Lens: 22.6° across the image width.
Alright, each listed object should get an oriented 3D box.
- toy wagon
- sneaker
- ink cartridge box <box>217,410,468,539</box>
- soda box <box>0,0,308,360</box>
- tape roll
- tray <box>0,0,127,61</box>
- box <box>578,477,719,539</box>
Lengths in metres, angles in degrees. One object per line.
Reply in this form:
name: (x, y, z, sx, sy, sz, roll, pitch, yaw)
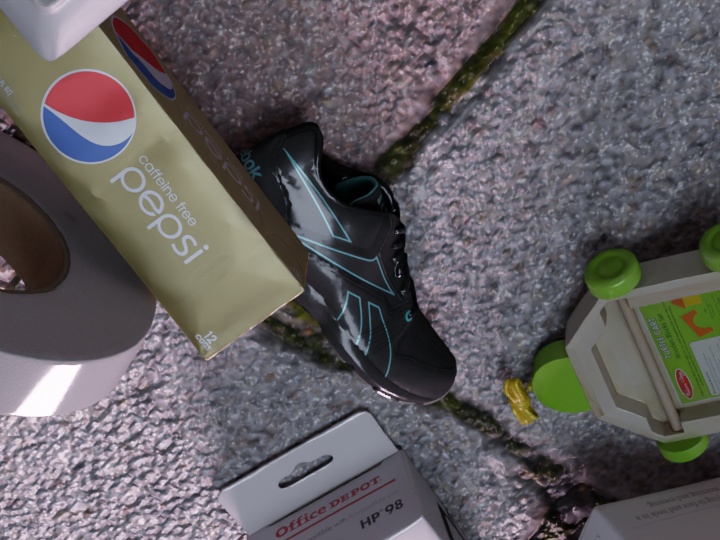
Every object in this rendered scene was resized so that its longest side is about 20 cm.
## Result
toy wagon: (0.180, 0.047, 1.061, 0.199, 0.040, 0.156, -13, 128, 20)
sneaker: (0.000, 0.000, 0.980, 0.079, 0.076, 0.200, -39, 124, 11)
ink cartridge box: (0.009, 0.193, 1.118, 0.115, 0.067, 0.200, -30, 126, 8)
soda box: (-0.108, -0.058, 0.878, 0.064, 0.068, 0.200, -35, 104, 11)
tape roll: (-0.191, -0.012, 0.847, 0.202, 0.203, 0.037, 23, 116, -26)
tray: (-0.163, -0.199, 0.790, 0.107, 0.022, 0.200, -36, 102, 12)
box: (0.224, 0.244, 1.131, 0.198, 0.131, 0.201, -7, 128, -35)
